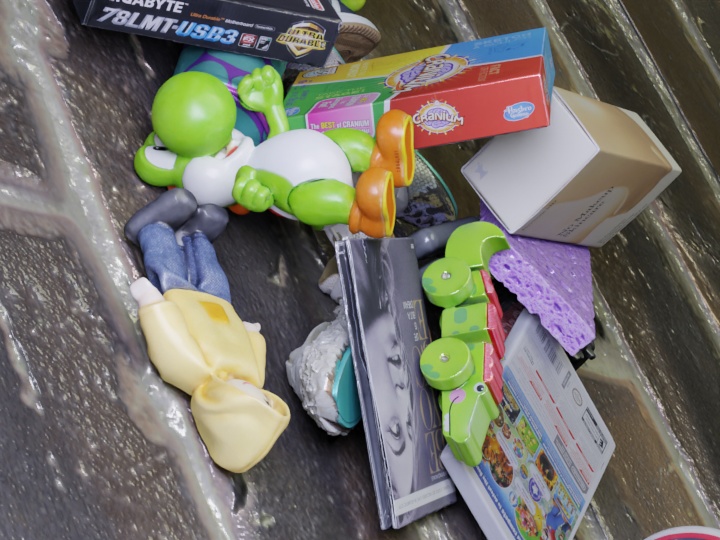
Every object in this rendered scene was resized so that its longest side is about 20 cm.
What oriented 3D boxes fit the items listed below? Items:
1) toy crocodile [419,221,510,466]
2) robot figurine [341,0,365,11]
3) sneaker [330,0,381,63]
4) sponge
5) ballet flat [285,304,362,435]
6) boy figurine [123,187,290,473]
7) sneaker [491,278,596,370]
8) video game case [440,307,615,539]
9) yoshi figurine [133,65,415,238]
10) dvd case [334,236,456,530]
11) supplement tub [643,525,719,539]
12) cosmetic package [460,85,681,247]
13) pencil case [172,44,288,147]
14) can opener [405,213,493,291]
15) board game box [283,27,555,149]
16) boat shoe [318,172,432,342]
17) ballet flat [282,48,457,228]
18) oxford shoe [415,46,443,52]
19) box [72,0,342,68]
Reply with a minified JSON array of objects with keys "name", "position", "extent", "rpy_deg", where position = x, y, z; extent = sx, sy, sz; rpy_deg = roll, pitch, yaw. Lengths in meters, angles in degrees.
[{"name":"toy crocodile","position":[0.082,0.052,1.626],"extent":[0.068,0.061,0.201],"rpy_deg":[65,21,-46]},{"name":"robot figurine","position":[-0.026,-0.314,1.919],"extent":[0.115,0.199,0.177],"rpy_deg":[-33,130,-34]},{"name":"sneaker","position":[-0.063,-0.234,1.883],"extent":[0.199,0.070,0.109],"rpy_deg":[2,56,-56]},{"name":"sponge","position":[0.143,-0.018,1.796],"extent":[0.112,0.030,0.200],"rpy_deg":[44,19,-15]},{"name":"ballet flat","position":[-0.017,0.067,1.580],"extent":[0.072,0.072,0.200],"rpy_deg":[51,23,-3]},{"name":"boy figurine","position":[-0.103,0.040,1.459],"extent":[0.124,0.064,0.201],"rpy_deg":[29,30,-45]},{"name":"sneaker","position":[0.113,0.053,1.811],"extent":[0.098,0.071,0.200],"rpy_deg":[54,27,20]},{"name":"video game case","position":[0.133,0.139,1.700],"extent":[0.144,0.018,0.200],"rpy_deg":[60,35,-19]},{"name":"yoshi figurine","position":[-0.067,-0.088,1.540],"extent":[0.112,0.198,0.113],"rpy_deg":[0,97,-74]},{"name":"dvd case","position":[0.027,0.076,1.572],"extent":[0.149,0.016,0.202],"rpy_deg":[-4,85,-71]},{"name":"supplement tub","position":[0.241,0.291,1.629],"extent":[0.141,0.140,0.200],"rpy_deg":[49,25,-7]},{"name":"cosmetic package","position":[0.174,-0.081,1.780],"extent":[0.071,0.105,0.200],"rpy_deg":[53,21,19]},{"name":"pencil case","position":[-0.097,-0.144,1.686],"extent":[0.093,0.085,0.200],"rpy_deg":[59,19,-24]},{"name":"can opener","position":[0.079,-0.012,1.781],"extent":[0.053,0.066,0.200],"rpy_deg":[62,20,5]},{"name":"board game box","position":[0.043,-0.129,1.645],"extent":[0.153,0.198,0.041],"rpy_deg":[-73,152,-70]},{"name":"boat shoe","position":[0.000,0.000,1.694],"extent":[0.071,0.069,0.201],"rpy_deg":[-123,-170,-78]},{"name":"ballet flat","position":[-0.003,-0.099,1.832],"extent":[0.201,0.072,0.072],"rpy_deg":[51,25,-2]},{"name":"oxford shoe","position":[0.022,-0.128,1.779],"extent":[0.071,0.199,0.073],"rpy_deg":[166,-97,-84]},{"name":"box","position":[-0.135,-0.236,1.670],"extent":[0.197,0.050,0.200],"rpy_deg":[8,34,-27]}]
